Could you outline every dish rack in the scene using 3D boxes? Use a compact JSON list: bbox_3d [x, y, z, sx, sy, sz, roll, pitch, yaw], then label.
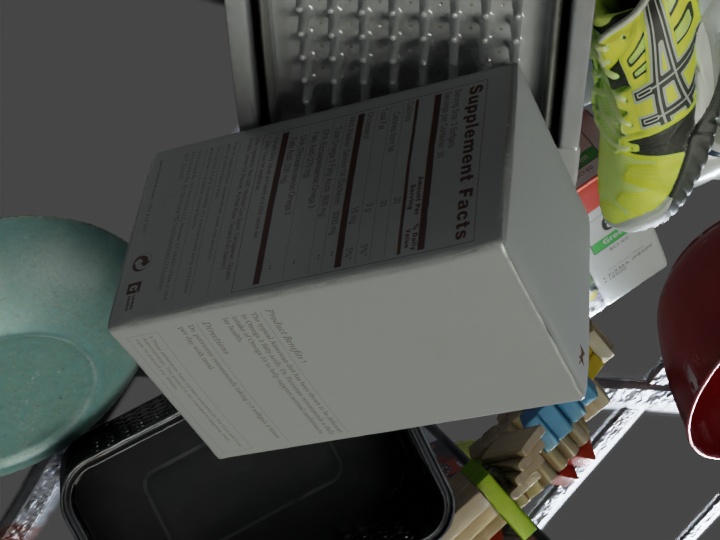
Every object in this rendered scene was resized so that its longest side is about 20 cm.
[{"bbox_3d":[0.024,-0.107,0.733,0.170,0.044,0.201,3,140,4],"label":"dish rack"}]

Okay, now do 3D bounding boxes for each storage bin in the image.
[{"bbox_3d":[-0.062,0.126,0.884,0.199,0.136,0.094,-27,-173,-10],"label":"storage bin"}]

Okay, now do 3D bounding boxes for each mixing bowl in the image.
[{"bbox_3d":[0.285,0.028,1.082,0.199,0.109,0.201,-21,142,-17],"label":"mixing bowl"}]

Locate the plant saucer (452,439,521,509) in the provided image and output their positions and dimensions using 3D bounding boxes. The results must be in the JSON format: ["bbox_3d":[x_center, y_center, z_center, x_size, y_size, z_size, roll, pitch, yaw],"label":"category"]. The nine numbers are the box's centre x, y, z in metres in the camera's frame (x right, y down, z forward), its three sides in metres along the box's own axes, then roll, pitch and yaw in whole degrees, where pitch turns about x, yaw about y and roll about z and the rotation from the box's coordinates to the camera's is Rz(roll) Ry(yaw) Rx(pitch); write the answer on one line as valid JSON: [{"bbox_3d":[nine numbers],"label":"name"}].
[{"bbox_3d":[0.048,0.209,1.177,0.199,0.031,0.201,-20,142,-17],"label":"plant saucer"}]

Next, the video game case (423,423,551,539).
[{"bbox_3d":[0.015,0.179,0.977,0.180,0.200,0.026,-17,120,-21],"label":"video game case"}]

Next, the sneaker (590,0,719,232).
[{"bbox_3d":[0.139,-0.110,0.767,0.076,0.075,0.201,-7,123,-20],"label":"sneaker"}]

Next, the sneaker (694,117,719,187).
[{"bbox_3d":[0.239,-0.108,0.913,0.199,0.077,0.081,-28,160,-31],"label":"sneaker"}]

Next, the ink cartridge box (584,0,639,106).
[{"bbox_3d":[0.131,-0.174,0.775,0.199,0.041,0.201,-23,140,-13],"label":"ink cartridge box"}]

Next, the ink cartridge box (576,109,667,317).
[{"bbox_3d":[0.112,-0.035,0.923,0.109,0.050,0.200,-34,145,2],"label":"ink cartridge box"}]

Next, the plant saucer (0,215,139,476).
[{"bbox_3d":[-0.194,0.058,0.806,0.200,0.039,0.202,-21,142,-17],"label":"plant saucer"}]

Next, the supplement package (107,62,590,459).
[{"bbox_3d":[0.000,0.000,0.738,0.199,0.118,0.117,-11,136,22],"label":"supplement package"}]

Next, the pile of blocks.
[{"bbox_3d":[0.113,0.117,0.943,0.200,0.062,0.082,-47,-169,-26],"label":"pile of blocks"}]
